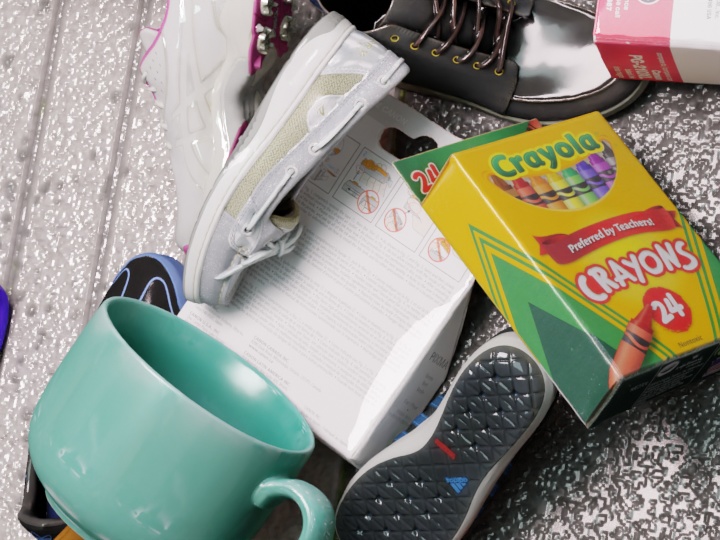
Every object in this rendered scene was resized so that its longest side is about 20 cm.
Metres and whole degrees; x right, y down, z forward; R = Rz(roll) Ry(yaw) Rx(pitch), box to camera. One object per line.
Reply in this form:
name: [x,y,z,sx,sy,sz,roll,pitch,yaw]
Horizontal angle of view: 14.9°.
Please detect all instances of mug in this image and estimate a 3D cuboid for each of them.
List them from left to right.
mug: [-0.114,0.112,1.600,0.115,0.152,0.185,-54,30,12]

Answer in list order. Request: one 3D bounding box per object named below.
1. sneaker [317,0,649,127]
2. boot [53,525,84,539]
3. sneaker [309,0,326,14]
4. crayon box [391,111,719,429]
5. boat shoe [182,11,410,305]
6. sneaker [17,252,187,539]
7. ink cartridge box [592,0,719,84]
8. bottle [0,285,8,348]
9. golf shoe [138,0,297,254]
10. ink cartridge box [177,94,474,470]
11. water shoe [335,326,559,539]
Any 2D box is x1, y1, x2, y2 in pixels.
sneaker: [0.071,-0.139,1.658,0.199,0.106,0.075,8,80,26]
boot: [-0.116,0.235,1.665,0.144,0.201,0.071,-53,12,-34]
sneaker: [0.027,-0.240,1.701,0.199,0.115,0.081,-37,65,12]
crayon box: [0.124,-0.016,1.582,0.200,0.127,0.051,53,137,21]
boat shoe: [-0.044,-0.057,1.649,0.065,0.074,0.203,32,108,5]
sneaker: [-0.160,0.080,1.725,0.070,0.078,0.201,10,81,27]
ink cartridge box: [0.244,-0.184,1.583,0.199,0.084,0.146,5,78,14]
bottle: [-0.331,0.024,1.826,0.199,0.065,0.084,12,83,27]
golf shoe: [-0.099,-0.108,1.727,0.091,0.075,0.201,16,103,16]
ink cartridge box: [0.000,0.000,1.693,0.161,0.050,0.200,34,88,28]
water shoe: [0.063,0.107,1.624,0.072,0.079,0.200,47,124,7]
